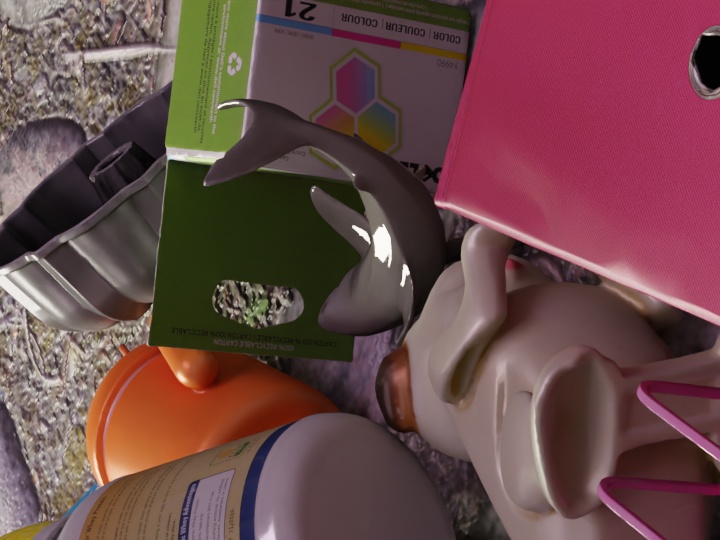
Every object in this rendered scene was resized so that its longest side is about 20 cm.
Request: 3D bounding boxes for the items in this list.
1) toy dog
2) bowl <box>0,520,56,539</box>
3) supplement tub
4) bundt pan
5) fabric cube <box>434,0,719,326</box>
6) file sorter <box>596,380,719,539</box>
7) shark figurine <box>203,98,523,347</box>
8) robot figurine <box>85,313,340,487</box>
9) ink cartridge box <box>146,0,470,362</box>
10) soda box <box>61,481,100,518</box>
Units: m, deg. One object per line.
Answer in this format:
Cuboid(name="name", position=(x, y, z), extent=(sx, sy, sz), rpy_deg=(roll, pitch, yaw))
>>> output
Cuboid(name="toy dog", position=(0.096, 0.062, 1.189), extent=(0.200, 0.139, 0.195), rpy_deg=(37, 140, 54))
Cuboid(name="bowl", position=(-0.229, 0.257, 1.587), extent=(0.200, 0.107, 0.201), rpy_deg=(-11, 76, 50))
Cuboid(name="supplement tub", position=(-0.065, 0.161, 1.251), extent=(0.199, 0.144, 0.145), rpy_deg=(-19, 69, 35))
Cuboid(name="bundt pan", position=(-0.124, -0.037, 1.461), extent=(0.201, 0.076, 0.202), rpy_deg=(-34, 16, 11))
Cuboid(name="fabric cube", position=(0.181, -0.086, 1.037), extent=(0.199, 0.199, 0.197), rpy_deg=(26, 106, 52))
Cuboid(name="file sorter", position=(0.156, 0.162, 1.054), extent=(0.139, 0.125, 0.201), rpy_deg=(38, 114, 48))
Cuboid(name="shark figurine", position=(0.007, -0.010, 1.260), extent=(0.127, 0.215, 0.090), rpy_deg=(-4, 58, 17))
Cuboid(name="robot figurine", position=(-0.081, 0.101, 1.414), extent=(0.200, 0.144, 0.117), rpy_deg=(21, 78, 52))
Cuboid(name="ink cartridge box", position=(-0.027, -0.051, 1.343), extent=(0.076, 0.147, 0.201), rpy_deg=(6, 90, 51))
Cuboid(name="soda box", position=(-0.149, 0.221, 1.467), extent=(0.068, 0.064, 0.201), rpy_deg=(-44, 29, 39))
